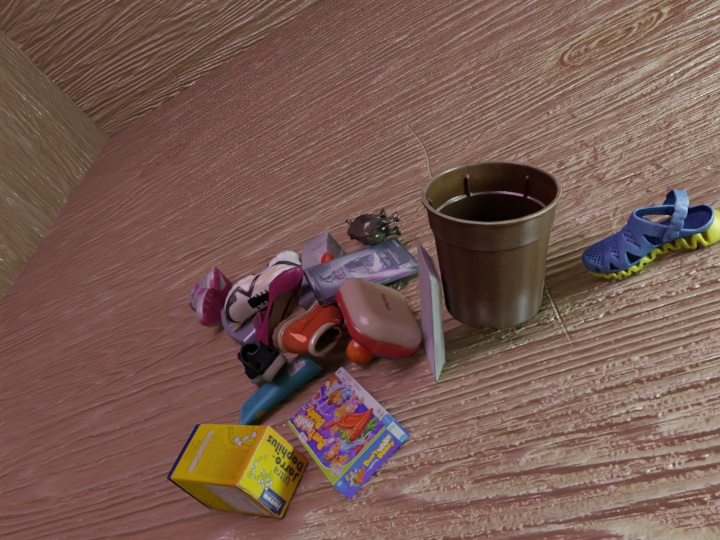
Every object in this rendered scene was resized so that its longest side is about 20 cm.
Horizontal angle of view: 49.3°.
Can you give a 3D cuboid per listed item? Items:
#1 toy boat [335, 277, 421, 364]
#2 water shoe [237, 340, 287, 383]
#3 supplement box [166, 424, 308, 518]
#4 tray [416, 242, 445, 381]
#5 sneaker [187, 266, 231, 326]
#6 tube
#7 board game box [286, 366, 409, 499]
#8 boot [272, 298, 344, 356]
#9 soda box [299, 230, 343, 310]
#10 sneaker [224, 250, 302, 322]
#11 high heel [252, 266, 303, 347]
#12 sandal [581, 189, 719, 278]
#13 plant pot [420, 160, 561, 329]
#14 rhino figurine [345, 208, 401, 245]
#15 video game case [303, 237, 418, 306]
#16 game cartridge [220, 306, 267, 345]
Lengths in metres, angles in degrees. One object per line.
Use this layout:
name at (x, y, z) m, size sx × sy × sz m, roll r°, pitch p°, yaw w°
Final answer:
toy boat at (0.016, 0.103, 1.354) m, size 0.131 × 0.130 × 0.200 m, roll -64°, pitch 24°, yaw 22°
water shoe at (-0.192, 0.163, 1.480) m, size 0.072 × 0.079 × 0.200 m, roll -49°, pitch 9°, yaw -20°
supplement box at (-0.206, 0.330, 1.307) m, size 0.200 × 0.109 × 0.110 m, roll -9°, pitch 44°, yaw 43°
tray at (0.112, 0.064, 1.220) m, size 0.022 × 0.201 × 0.108 m, roll -9°, pitch 34°, yaw -4°
sneaker at (-0.361, 0.077, 1.845) m, size 0.088 × 0.081 × 0.200 m, roll -35°, pitch 23°, yaw 15°
tube at (-0.156, 0.220, 1.453) m, size 0.200 × 0.050 × 0.077 m, roll -39°, pitch 16°, yaw 13°
board game box at (-0.024, 0.254, 1.257) m, size 0.134 × 0.045 × 0.200 m, roll -46°, pitch 31°, yaw -6°
boot at (-0.054, 0.097, 1.436) m, size 0.107 × 0.075 × 0.200 m, roll 6°, pitch 31°, yaw 42°
soda box at (-0.078, 0.009, 1.611) m, size 0.068 × 0.063 × 0.200 m, roll -29°, pitch 33°, yaw 20°
sneaker at (-0.202, 0.040, 1.639) m, size 0.200 × 0.074 × 0.080 m, roll -41°, pitch 33°, yaw 2°
high heel at (-0.151, 0.084, 1.549) m, size 0.200 × 0.067 × 0.096 m, roll -58°, pitch 46°, yaw 39°
sandal at (0.405, -0.057, 1.116) m, size 0.200 × 0.087 × 0.080 m, roll -27°, pitch 35°, yaw 27°
plant pot at (0.195, -0.033, 1.173) m, size 0.199 × 0.199 × 0.201 m, roll -5°, pitch 32°, yaw 3°
rhino figurine at (0.017, -0.088, 1.605) m, size 0.087 × 0.060 × 0.200 m, roll -21°, pitch 11°, yaw -11°
video game case at (0.000, 0.000, 1.497) m, size 0.199 × 0.019 × 0.143 m, roll -19°, pitch 27°, yaw -9°
game cartridge at (-0.238, 0.094, 1.717) m, size 0.133 × 0.041 × 0.200 m, roll -49°, pitch 31°, yaw -3°
